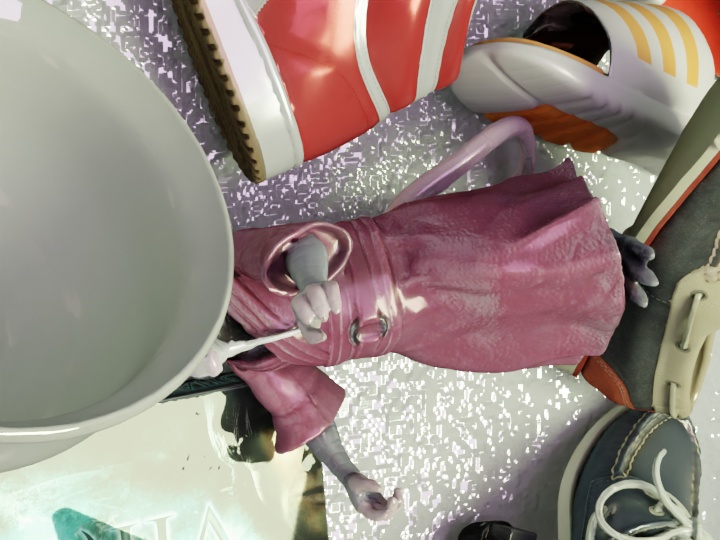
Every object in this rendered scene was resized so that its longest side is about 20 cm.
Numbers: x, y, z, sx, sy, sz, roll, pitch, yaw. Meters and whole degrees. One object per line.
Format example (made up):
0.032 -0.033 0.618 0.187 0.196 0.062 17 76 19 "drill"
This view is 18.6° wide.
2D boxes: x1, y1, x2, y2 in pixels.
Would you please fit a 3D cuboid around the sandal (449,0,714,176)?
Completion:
0.118 -0.077 0.911 0.206 0.079 0.059 17 81 -42 "sandal"

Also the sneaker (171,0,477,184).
-0.022 -0.142 0.809 0.112 0.071 0.201 -23 115 -11 "sneaker"

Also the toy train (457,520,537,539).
0.033 0.201 0.911 0.034 0.046 0.201 18 85 -38 "toy train"

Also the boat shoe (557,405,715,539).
0.111 0.125 0.894 0.075 0.062 0.200 46 43 -15 "boat shoe"

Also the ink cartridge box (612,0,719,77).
0.155 -0.200 0.932 0.173 0.044 0.201 31 81 -28 "ink cartridge box"

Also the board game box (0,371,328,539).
-0.104 0.116 0.830 0.199 0.028 0.136 -10 102 -29 "board game box"

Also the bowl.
-0.150 -0.004 0.729 0.200 0.090 0.202 19 43 -19 "bowl"

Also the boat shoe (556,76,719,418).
0.133 -0.005 0.862 0.062 0.200 0.071 29 55 6 "boat shoe"

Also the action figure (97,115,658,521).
0.000 0.000 0.811 0.199 0.149 0.134 -7 140 -15 "action figure"
